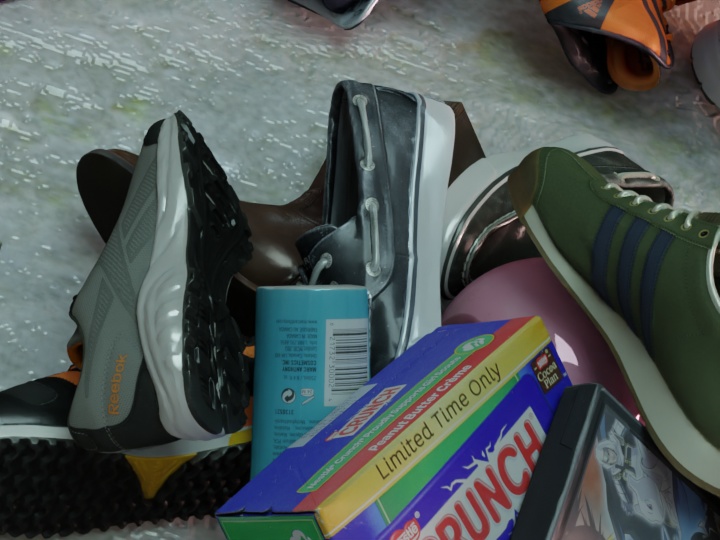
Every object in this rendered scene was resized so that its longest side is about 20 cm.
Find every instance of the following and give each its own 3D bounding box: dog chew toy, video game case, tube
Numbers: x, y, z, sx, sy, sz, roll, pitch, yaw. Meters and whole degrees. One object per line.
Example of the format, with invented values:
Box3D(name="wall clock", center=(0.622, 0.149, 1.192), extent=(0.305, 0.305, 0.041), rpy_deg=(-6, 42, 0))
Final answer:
Box3D(name="dog chew toy", center=(0.133, 0.058, 1.142), extent=(0.200, 0.125, 0.125), rpy_deg=(3, 52, -31))
Box3D(name="video game case", center=(0.121, 0.181, 0.988), extent=(0.181, 0.025, 0.200), rpy_deg=(42, 55, -31))
Box3D(name="tube", center=(-0.022, 0.106, 1.026), extent=(0.077, 0.050, 0.200), rpy_deg=(1, 89, -19))

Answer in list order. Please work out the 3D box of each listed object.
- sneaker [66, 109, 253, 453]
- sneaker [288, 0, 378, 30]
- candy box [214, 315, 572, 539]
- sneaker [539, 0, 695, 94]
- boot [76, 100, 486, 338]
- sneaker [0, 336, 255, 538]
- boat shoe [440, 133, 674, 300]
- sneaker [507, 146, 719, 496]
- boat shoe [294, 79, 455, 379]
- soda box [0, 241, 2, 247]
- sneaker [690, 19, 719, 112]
Box3D(name="sneaker", center=(-0.096, 0.001, 1.027), extent=(0.079, 0.074, 0.200), rpy_deg=(-19, 39, 17))
Box3D(name="sneaker", center=(0.034, -0.199, 1.279), extent=(0.070, 0.200, 0.109), rpy_deg=(58, 41, -34))
Box3D(name="candy box", center=(0.049, 0.145, 0.997), extent=(0.169, 0.077, 0.200), rpy_deg=(-38, 107, -40))
Box3D(name="sneaker", center=(0.173, -0.161, 1.371), extent=(0.200, 0.078, 0.112), rpy_deg=(-2, 75, -41))
Box3D(name="boot", center=(-0.030, -0.049, 1.187), extent=(0.186, 0.064, 0.200), rpy_deg=(41, 51, -6))
Box3D(name="sneaker", center=(-0.120, 0.067, 1.057), extent=(0.200, 0.070, 0.090), rpy_deg=(1, 46, -29))
Box3D(name="boat shoe", center=(0.101, -0.026, 1.196), extent=(0.064, 0.071, 0.200), rpy_deg=(27, 31, 27))
Box3D(name="sneaker", center=(0.147, 0.000, 1.032), extent=(0.067, 0.090, 0.200), rpy_deg=(17, 36, -46))
Box3D(name="boat shoe", center=(0.000, 0.000, 1.091), extent=(0.068, 0.072, 0.200), rpy_deg=(15, 68, -20))
Box3D(name="soda box", center=(-0.233, 0.058, 1.008), extent=(0.064, 0.068, 0.200), rpy_deg=(27, 48, -2))
Box3D(name="sneaker", center=(0.261, -0.090, 1.336), extent=(0.074, 0.087, 0.200), rpy_deg=(-6, 57, -29))
